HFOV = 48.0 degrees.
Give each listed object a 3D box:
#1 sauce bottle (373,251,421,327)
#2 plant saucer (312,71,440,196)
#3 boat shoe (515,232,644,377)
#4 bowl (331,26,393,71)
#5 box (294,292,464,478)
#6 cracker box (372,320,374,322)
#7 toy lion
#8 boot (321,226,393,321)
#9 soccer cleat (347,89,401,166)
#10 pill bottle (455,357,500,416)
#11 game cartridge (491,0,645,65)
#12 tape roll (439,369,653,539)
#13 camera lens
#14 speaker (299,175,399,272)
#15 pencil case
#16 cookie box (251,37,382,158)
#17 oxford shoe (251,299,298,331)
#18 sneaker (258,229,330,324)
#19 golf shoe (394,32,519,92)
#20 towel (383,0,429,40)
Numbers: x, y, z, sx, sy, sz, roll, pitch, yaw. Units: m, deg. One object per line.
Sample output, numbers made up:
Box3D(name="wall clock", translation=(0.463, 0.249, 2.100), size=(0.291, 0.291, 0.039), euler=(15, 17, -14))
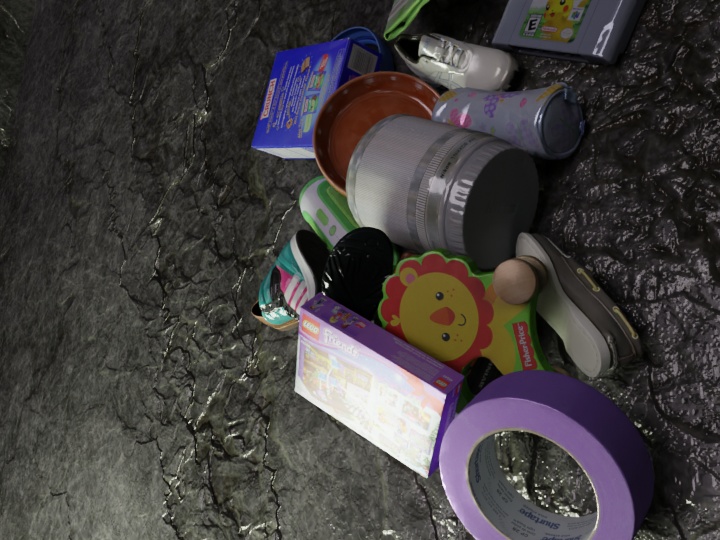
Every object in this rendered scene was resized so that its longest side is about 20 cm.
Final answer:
Box3D(name="sauce bottle", translation=(0.044, 0.078, 1.001), size=(0.066, 0.066, 0.201), euler=(13, 78, 51))
Box3D(name="plant saucer", translation=(0.033, -0.185, 1.145), size=(0.200, 0.032, 0.201), euler=(-2, 73, 5))
Box3D(name="boat shoe", translation=(0.234, 0.029, 0.888), size=(0.072, 0.060, 0.202), euler=(91, 161, -45))
Box3D(name="bowl", translation=(-0.022, -0.295, 1.323), size=(0.200, 0.039, 0.201), euler=(-22, 60, 44))
Box3D(name="box", translation=(0.014, 0.128, 0.912), size=(0.200, 0.039, 0.137), euler=(29, 133, 26))
Box3D(name="cracker box", translation=(0.003, 0.134, 1.116), size=(0.200, 0.058, 0.134), euler=(13, 83, 50))
Box3D(name="toy lion", translation=(0.116, 0.072, 0.876), size=(0.191, 0.069, 0.201), euler=(-14, 90, 26))
Box3D(name="boot", translation=(0.000, 0.000, 1.011), size=(0.168, 0.076, 0.201), euler=(-72, -3, -57))
Box3D(name="soccer cleat", translation=(0.043, -0.194, 1.195), size=(0.085, 0.069, 0.200), euler=(24, 74, 11))
Box3D(name="pill bottle", translation=(0.116, 0.104, 0.961), size=(0.106, 0.106, 0.201), euler=(30, 100, 50))
Box3D(name="game cartridge", translation=(0.261, -0.332, 1.012), size=(0.200, 0.040, 0.134), euler=(28, 94, 50))
Box3D(name="tape roll", translation=(0.180, 0.202, 0.801), size=(0.200, 0.066, 0.201), euler=(14, 116, 31))
Box3D(name="camera lens", translation=(0.094, -0.098, 0.987), size=(0.200, 0.160, 0.160), euler=(24, 94, 42))
Box3D(name="speaker", translation=(-0.019, -0.061, 1.195), size=(0.089, 0.088, 0.200), euler=(-57, 42, 18))
Box3D(name="pencil case", translation=(0.179, -0.187, 1.012), size=(0.200, 0.083, 0.091), euler=(13, 104, 52))
Box3D(name="cookie box", translation=(-0.073, -0.266, 1.280), size=(0.200, 0.075, 0.172), euler=(10, 84, 50))
Box3D(name="oxford shoe", translation=(-0.096, 0.041, 1.260), size=(0.200, 0.071, 0.072), euler=(-31, 53, 37))
Box3D(name="sneaker", translation=(-0.084, 0.055, 1.146), size=(0.121, 0.083, 0.200), euler=(-44, 51, 35))
Box3D(name="golf shoe", translation=(0.123, -0.284, 1.106), size=(0.200, 0.097, 0.079), euler=(25, 94, 49))
Box3D(name="towel", translation=(0.101, -0.422, 1.174), size=(0.149, 0.031, 0.200), euler=(-40, 23, 37))
